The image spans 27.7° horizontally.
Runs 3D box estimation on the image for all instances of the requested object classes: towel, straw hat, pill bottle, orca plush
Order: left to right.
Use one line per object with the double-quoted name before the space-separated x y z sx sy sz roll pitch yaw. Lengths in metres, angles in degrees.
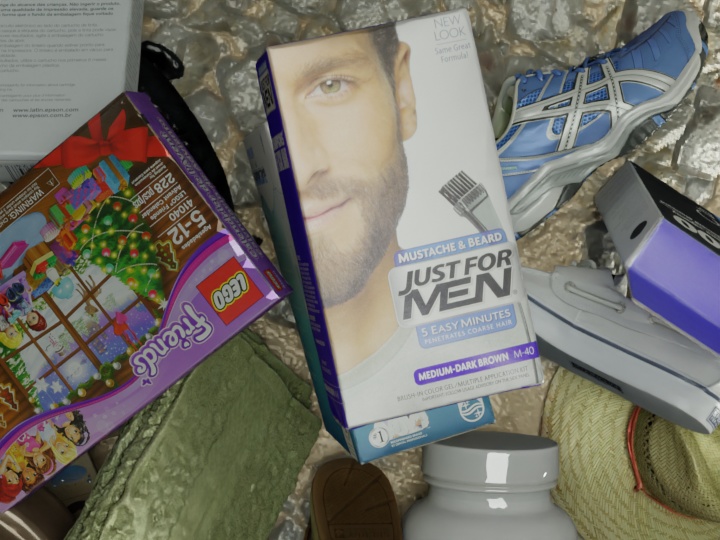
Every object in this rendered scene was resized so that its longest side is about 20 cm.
"orca plush" -0.139 -0.075 0.885 0.105 0.071 0.200 -27 95 -6
"towel" -0.098 0.128 0.858 0.148 0.036 0.200 48 59 -47
"pill bottle" 0.078 0.204 0.905 0.112 0.112 0.200 1 92 -8
"straw hat" 0.221 0.116 0.936 0.201 0.085 0.201 0 92 -8

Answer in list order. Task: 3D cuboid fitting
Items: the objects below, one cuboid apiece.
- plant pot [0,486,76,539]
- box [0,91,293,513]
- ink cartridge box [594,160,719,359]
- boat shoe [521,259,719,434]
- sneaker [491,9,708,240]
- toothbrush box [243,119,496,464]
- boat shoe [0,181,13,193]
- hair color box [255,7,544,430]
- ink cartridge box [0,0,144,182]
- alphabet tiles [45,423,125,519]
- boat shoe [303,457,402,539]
"plant pot" -0.259 0.218 0.798 0.200 0.175 0.200 2 110 5
"box" -0.155 0.018 0.789 0.200 0.039 0.137 -38 88 11
"ink cartridge box" 0.240 0.022 0.880 0.198 0.200 0.043 33 108 -8
"boat shoe" 0.143 0.028 0.908 0.200 0.074 0.065 29 81 17
"sneaker" 0.135 -0.103 0.921 0.200 0.076 0.077 -41 101 -6
"toothbrush box" 0.000 0.000 0.871 0.085 0.146 0.200 -17 93 -8
"boat shoe" -0.183 -0.010 0.888 0.200 0.060 0.074 41 126 -3
"hair color box" 0.020 -0.027 0.768 0.109 0.065 0.200 -13 92 -8
"ink cartridge box" -0.226 -0.148 0.855 0.196 0.043 0.200 1 69 4
"alphabet tiles" -0.201 0.100 0.870 0.200 0.008 0.167 -16 120 1
"boat shoe" -0.007 0.215 0.874 0.072 0.072 0.200 5 54 -19
